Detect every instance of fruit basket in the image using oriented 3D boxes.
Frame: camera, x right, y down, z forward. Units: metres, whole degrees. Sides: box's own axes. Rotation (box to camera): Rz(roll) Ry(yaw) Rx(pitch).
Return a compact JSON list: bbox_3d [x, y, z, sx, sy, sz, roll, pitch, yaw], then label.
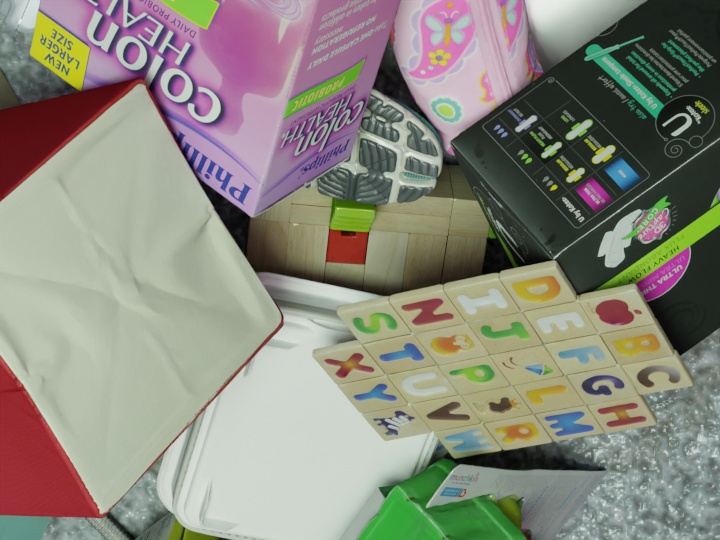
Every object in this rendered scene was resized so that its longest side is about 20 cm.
[{"bbox_3d":[0.059,0.194,1.217,0.094,0.200,0.186,42,108,24],"label":"fruit basket"}]

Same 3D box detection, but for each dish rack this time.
[{"bbox_3d":[-0.029,0.104,1.184,0.170,0.044,0.201,12,121,-12],"label":"dish rack"}]

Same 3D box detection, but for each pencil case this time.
[{"bbox_3d":[0.054,-0.161,1.087,0.087,0.088,0.201,-13,133,7],"label":"pencil case"}]

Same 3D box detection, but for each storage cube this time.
[{"bbox_3d":[-0.184,0.016,1.049,0.179,0.200,0.172,-5,122,46],"label":"storage cube"}]

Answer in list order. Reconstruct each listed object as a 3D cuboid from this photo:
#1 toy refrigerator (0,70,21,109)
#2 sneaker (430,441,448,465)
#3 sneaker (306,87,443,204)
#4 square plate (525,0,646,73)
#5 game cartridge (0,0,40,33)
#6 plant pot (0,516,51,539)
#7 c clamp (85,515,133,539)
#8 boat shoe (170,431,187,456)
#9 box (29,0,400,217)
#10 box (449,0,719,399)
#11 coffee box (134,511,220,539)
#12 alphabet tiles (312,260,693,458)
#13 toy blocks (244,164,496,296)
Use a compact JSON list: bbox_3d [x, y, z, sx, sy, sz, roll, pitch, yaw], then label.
[{"bbox_3d":[-0.280,-0.132,1.188,0.070,0.076,0.201,-27,103,11],"label":"toy refrigerator"},{"bbox_3d":[0.104,0.067,1.229,0.199,0.075,0.087,-28,109,20],"label":"sneaker"},{"bbox_3d":[-0.033,-0.106,1.153,0.199,0.080,0.078,25,124,18],"label":"sneaker"},{"bbox_3d":[0.129,-0.187,1.170,0.200,0.028,0.198,-43,98,14],"label":"square plate"},{"bbox_3d":[-0.153,-0.243,1.117,0.040,0.133,0.201,24,107,-11],"label":"game cartridge"},{"bbox_3d":[-0.273,0.114,1.203,0.160,0.201,0.201,23,107,-15],"label":"plant pot"},{"bbox_3d":[-0.136,0.185,1.294,0.170,0.027,0.200,-36,101,13],"label":"c clamp"},{"bbox_3d":[-0.138,0.028,1.227,0.073,0.069,0.201,-23,101,1],"label":"boat shoe"},{"bbox_3d":[-0.074,-0.167,1.024,0.176,0.097,0.201,36,133,19],"label":"box"},{"bbox_3d":[0.180,-0.055,1.102,0.200,0.124,0.149,-36,137,-3],"label":"box"},{"bbox_3d":[-0.133,0.319,1.226,0.198,0.200,0.200,-39,103,23],"label":"coffee box"},{"bbox_3d":[0.081,0.056,1.086,0.199,0.006,0.167,-12,139,23],"label":"alphabet tiles"},{"bbox_3d":[0.000,0.000,1.205,0.198,0.100,0.138,4,118,-5],"label":"toy blocks"}]
